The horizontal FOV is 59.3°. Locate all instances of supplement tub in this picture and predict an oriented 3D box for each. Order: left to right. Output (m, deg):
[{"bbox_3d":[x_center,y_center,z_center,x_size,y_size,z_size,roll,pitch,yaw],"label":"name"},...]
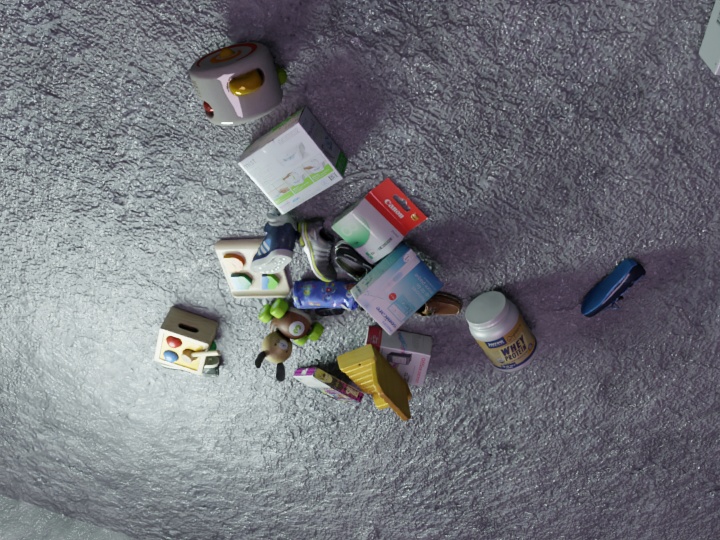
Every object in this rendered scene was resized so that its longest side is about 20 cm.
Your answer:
[{"bbox_3d":[0.391,0.169,1.759,0.144,0.145,0.200,-24,121,25],"label":"supplement tub"}]

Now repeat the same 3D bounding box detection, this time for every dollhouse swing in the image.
[{"bbox_3d":[0.038,0.352,1.837,0.181,0.176,0.200,-24,122,28],"label":"dollhouse swing"}]

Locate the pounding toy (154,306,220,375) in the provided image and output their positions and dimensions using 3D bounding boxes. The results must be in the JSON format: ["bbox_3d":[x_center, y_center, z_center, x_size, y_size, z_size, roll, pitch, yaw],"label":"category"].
[{"bbox_3d":[-0.527,0.233,1.967,0.199,0.143,0.185,19,129,-6],"label":"pounding toy"}]

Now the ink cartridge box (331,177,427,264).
[{"bbox_3d":[0.049,-0.123,1.647,0.200,0.050,0.161,-33,117,32],"label":"ink cartridge box"}]

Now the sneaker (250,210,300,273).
[{"bbox_3d":[-0.233,-0.081,1.697,0.080,0.147,0.200,11,160,-29],"label":"sneaker"}]

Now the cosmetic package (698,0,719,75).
[{"bbox_3d":[0.784,-0.481,1.187,0.199,0.123,0.200,5,129,7],"label":"cosmetic package"}]

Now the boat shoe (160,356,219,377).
[{"bbox_3d":[-0.563,0.319,2.087,0.199,0.072,0.068,4,125,4],"label":"boat shoe"}]

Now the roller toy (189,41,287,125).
[{"bbox_3d":[-0.272,-0.413,1.378,0.181,0.200,0.140,-3,127,19],"label":"roller toy"}]

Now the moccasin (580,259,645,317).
[{"bbox_3d":[0.669,0.061,1.667,0.068,0.081,0.200,25,129,-16],"label":"moccasin"}]

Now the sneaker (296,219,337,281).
[{"bbox_3d":[-0.102,-0.052,1.715,0.081,0.074,0.201,-15,126,16],"label":"sneaker"}]

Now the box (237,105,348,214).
[{"bbox_3d":[-0.163,-0.264,1.538,0.199,0.097,0.177,-27,119,28],"label":"box"}]

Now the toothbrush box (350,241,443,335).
[{"bbox_3d":[0.096,0.047,1.690,0.200,0.085,0.146,-42,109,4],"label":"toothbrush box"}]

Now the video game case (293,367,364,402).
[{"bbox_3d":[-0.104,0.363,2.004,0.181,0.036,0.200,32,160,-15],"label":"video game case"}]

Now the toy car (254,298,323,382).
[{"bbox_3d":[-0.232,0.214,1.847,0.164,0.201,0.158,36,148,-22],"label":"toy car"}]

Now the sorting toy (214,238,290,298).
[{"bbox_3d":[-0.309,0.000,1.812,0.184,0.037,0.201,-1,128,11],"label":"sorting toy"}]

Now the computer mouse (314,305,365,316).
[{"bbox_3d":[-0.037,0.102,1.852,0.199,0.034,0.059,-7,155,6],"label":"computer mouse"}]

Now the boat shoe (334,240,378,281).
[{"bbox_3d":[0.000,0.000,1.734,0.200,0.061,0.075,37,132,-27],"label":"boat shoe"}]

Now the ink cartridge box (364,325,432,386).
[{"bbox_3d":[0.107,0.260,1.918,0.199,0.086,0.148,11,129,3],"label":"ink cartridge box"}]

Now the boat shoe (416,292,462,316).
[{"bbox_3d":[0.189,0.102,1.788,0.199,0.068,0.072,10,129,2],"label":"boat shoe"}]

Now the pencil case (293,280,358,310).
[{"bbox_3d":[-0.096,0.073,1.804,0.199,0.087,0.078,2,145,10],"label":"pencil case"}]
